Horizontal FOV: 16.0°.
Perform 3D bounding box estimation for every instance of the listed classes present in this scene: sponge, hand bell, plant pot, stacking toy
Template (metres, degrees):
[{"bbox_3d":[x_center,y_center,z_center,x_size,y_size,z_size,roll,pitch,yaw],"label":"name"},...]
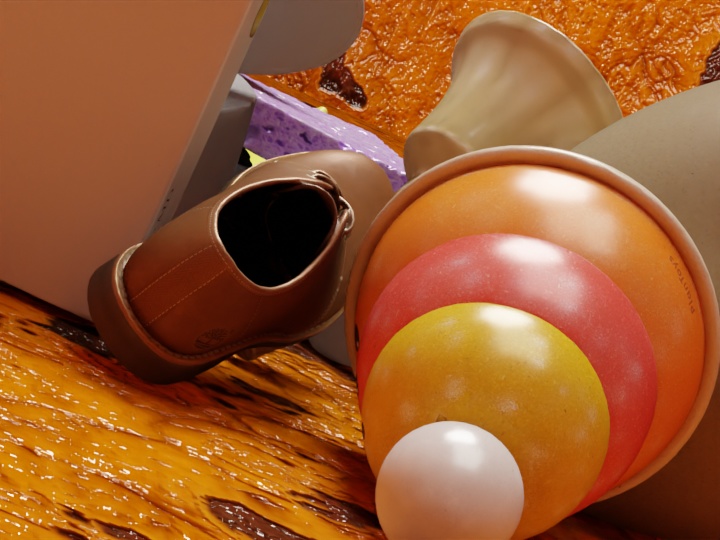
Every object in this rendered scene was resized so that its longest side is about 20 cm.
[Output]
[{"bbox_3d":[-0.027,-0.068,1.343,0.111,0.030,0.200,25,5,-15],"label":"sponge"},{"bbox_3d":[0.016,-0.021,1.122,0.104,0.200,0.104,34,-35,28],"label":"hand bell"},{"bbox_3d":[0.115,0.027,1.080,0.134,0.201,0.200,-9,1,9],"label":"plant pot"},{"bbox_3d":[0.044,0.047,0.902,0.146,0.146,0.200,26,22,6],"label":"stacking toy"}]

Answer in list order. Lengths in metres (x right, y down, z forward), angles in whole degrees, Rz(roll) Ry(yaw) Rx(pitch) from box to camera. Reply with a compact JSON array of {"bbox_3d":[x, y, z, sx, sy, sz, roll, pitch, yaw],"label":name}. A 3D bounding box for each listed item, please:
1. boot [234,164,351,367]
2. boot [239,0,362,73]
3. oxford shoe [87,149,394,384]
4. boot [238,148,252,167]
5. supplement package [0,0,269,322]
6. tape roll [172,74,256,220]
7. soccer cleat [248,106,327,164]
[{"bbox_3d":[0.000,0.000,1.242,0.096,0.074,0.200,15,12,-43],"label":"boot"},{"bbox_3d":[-0.102,-0.146,1.180,0.200,0.074,0.096,11,20,-18],"label":"boot"},{"bbox_3d":[-0.025,-0.012,0.993,0.071,0.071,0.200,55,28,-1],"label":"oxford shoe"},{"bbox_3d":[-0.169,-0.102,1.426,0.168,0.076,0.200,25,11,-41],"label":"boot"},{"bbox_3d":[-0.124,-0.103,1.023,0.156,0.200,0.111,25,6,0],"label":"supplement package"},{"bbox_3d":[-0.152,-0.079,1.184,0.200,0.066,0.200,16,15,-4],"label":"tape roll"},{"bbox_3d":[-0.050,-0.064,1.549,0.065,0.084,0.200,26,6,10],"label":"soccer cleat"}]
